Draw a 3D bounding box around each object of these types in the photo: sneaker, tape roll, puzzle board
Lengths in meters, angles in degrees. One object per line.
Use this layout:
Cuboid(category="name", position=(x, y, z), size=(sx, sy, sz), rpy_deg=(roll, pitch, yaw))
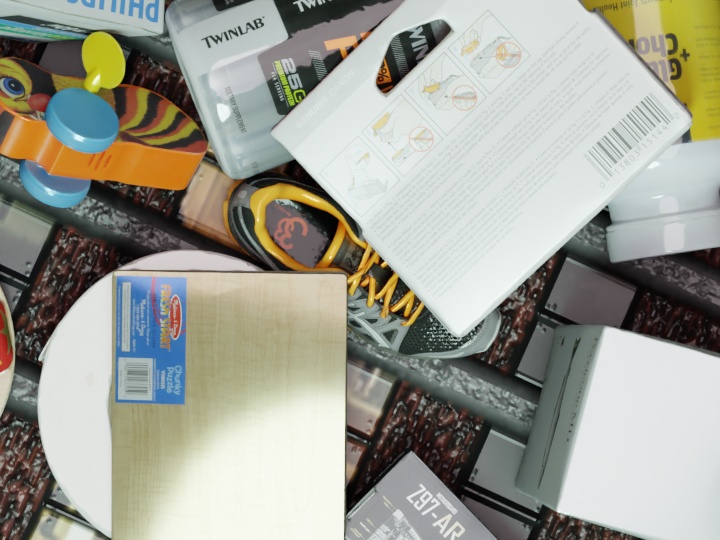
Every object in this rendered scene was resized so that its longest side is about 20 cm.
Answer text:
Cuboid(category="sneaker", position=(0.000, 0.000, 1.446), size=(0.199, 0.077, 0.079), rpy_deg=(26, 86, -4))
Cuboid(category="tape roll", position=(-0.112, 0.087, 1.456), size=(0.201, 0.037, 0.205), rpy_deg=(0, 89, -3))
Cuboid(category="puzzle board", position=(-0.083, 0.100, 1.419), size=(0.149, 0.017, 0.202), rpy_deg=(1, 96, 2))

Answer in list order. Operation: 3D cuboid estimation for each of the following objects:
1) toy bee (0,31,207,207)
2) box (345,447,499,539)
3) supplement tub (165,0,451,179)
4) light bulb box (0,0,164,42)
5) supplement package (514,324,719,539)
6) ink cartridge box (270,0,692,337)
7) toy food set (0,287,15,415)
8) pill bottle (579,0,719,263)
Cuboid(category="toy bee", position=(-0.197, -0.104, 1.412), size=(0.131, 0.199, 0.109), rpy_deg=(-42, 58, 21))
Cuboid(category="box", position=(0.044, 0.242, 1.458), size=(0.200, 0.044, 0.160), rpy_deg=(45, 87, -1))
Cuboid(category="supplement tub", position=(-0.015, -0.147, 1.425), size=(0.199, 0.123, 0.123), rpy_deg=(-22, 90, -3))
Cuboid(category="light bulb box", position=(-0.221, -0.252, 1.366), size=(0.124, 0.198, 0.202), rpy_deg=(1, 88, 34))
Cuboid(category="supplement package", position=(0.175, 0.102, 1.391), size=(0.116, 0.200, 0.118), rpy_deg=(16, 87, -3))
Cuboid(category="ink cartridge box", position=(0.075, -0.090, 1.377), size=(0.200, 0.045, 0.176), rpy_deg=(-43, 92, 13))
Cuboid(category="toy food set", position=(-0.323, 0.053, 1.439), size=(0.200, 0.049, 0.198), rpy_deg=(-41, 91, -3))
Cuboid(category="pill bottle", position=(0.186, -0.110, 1.441), size=(0.111, 0.112, 0.202), rpy_deg=(-8, 89, -3))
